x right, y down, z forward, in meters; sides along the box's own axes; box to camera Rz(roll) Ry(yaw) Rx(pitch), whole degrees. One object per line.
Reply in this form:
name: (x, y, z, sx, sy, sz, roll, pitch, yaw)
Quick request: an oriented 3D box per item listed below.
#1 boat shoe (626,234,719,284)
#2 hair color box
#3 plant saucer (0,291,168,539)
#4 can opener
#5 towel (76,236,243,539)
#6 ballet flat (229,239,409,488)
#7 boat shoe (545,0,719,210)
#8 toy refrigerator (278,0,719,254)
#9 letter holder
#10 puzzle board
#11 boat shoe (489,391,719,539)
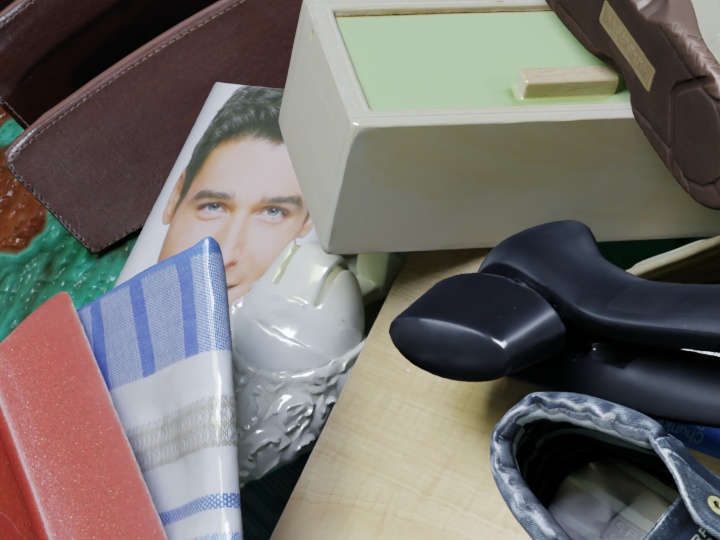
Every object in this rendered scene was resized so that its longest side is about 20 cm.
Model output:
boat shoe: (0.080, 0.035, 1.093, 0.200, 0.063, 0.073, -18, 50, 23)
hair color box: (-0.050, 0.024, 1.193, 0.099, 0.061, 0.201, 7, 62, 38)
plant saucer: (-0.127, 0.143, 1.091, 0.200, 0.037, 0.200, -67, 32, 33)
can opener: (0.097, 0.027, 0.966, 0.079, 0.064, 0.200, -43, 31, -26)
towel: (-0.081, 0.101, 1.069, 0.147, 0.024, 0.201, -24, 66, 60)
ballet flat: (0.000, 0.000, 1.116, 0.072, 0.072, 0.200, 22, 52, 42)
boat shoe: (0.115, -0.107, 1.042, 0.075, 0.075, 0.203, -13, 60, -24)
toy refrigerator: (0.078, -0.060, 1.082, 0.199, 0.070, 0.076, -2, 44, -17)
letter holder: (-0.078, -0.124, 1.262, 0.199, 0.142, 0.101, -29, 46, 13)
puzzle board: (0.075, 0.079, 1.031, 0.199, 0.017, 0.151, 19, 75, 30)
boat shoe: (0.124, 0.112, 0.929, 0.200, 0.091, 0.071, 31, 82, 31)
